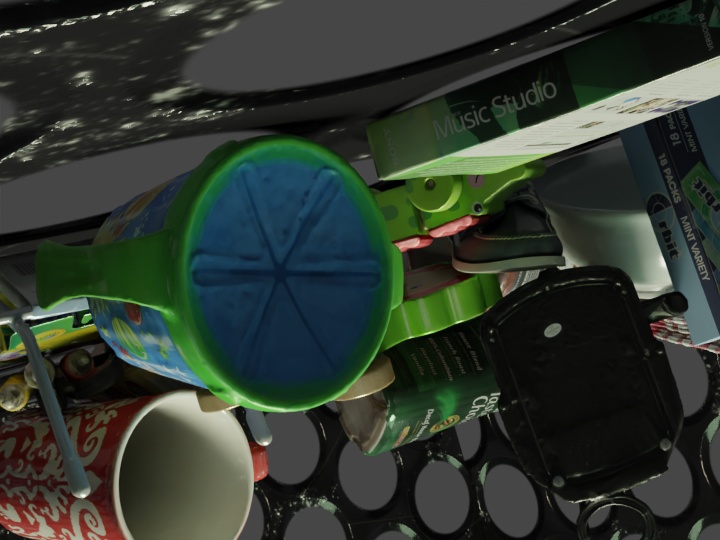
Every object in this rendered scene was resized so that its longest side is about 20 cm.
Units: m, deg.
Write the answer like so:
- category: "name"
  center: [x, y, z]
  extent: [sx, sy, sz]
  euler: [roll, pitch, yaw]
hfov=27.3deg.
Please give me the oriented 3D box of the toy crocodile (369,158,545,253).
- category: "toy crocodile"
  center: [0.033, -0.038, 1.016]
  extent: [0.199, 0.062, 0.067]
  euler: [-18, 176, 24]

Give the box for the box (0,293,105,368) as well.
- category: "box"
  center: [-0.232, 0.037, 1.127]
  extent: [0.117, 0.049, 0.200]
  euler: [-14, 178, -25]

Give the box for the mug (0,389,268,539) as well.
- category: "mug"
  center: [-0.184, 0.171, 1.174]
  extent: [0.199, 0.134, 0.177]
  euler: [-5, 151, 44]

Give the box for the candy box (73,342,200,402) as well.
- category: "candy box"
  center: [-0.154, 0.055, 1.210]
  extent: [0.200, 0.055, 0.116]
  euler: [-20, -144, 54]

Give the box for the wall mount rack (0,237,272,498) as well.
- category: "wall mount rack"
  center: [-0.144, 0.041, 0.844]
  extent: [0.199, 0.075, 0.174]
  euler: [-13, -147, -35]

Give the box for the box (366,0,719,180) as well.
- category: "box"
  center: [0.121, -0.094, 0.785]
  extent: [0.199, 0.037, 0.144]
  euler: [-20, 175, 30]

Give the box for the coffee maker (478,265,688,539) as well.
- category: "coffee maker"
  center: [0.156, 0.093, 1.045]
  extent: [0.134, 0.193, 0.200]
  euler: [3, 180, 10]

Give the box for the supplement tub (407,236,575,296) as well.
- category: "supplement tub"
  center: [0.133, -0.024, 1.315]
  extent: [0.107, 0.107, 0.200]
  euler: [-18, 176, 34]

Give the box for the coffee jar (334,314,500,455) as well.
- category: "coffee jar"
  center: [0.082, 0.093, 1.327]
  extent: [0.199, 0.086, 0.104]
  euler: [-16, 152, -27]

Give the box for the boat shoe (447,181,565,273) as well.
- category: "boat shoe"
  center: [0.097, -0.036, 1.053]
  extent: [0.072, 0.062, 0.200]
  euler: [-3, -172, -6]

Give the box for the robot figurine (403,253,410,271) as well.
- category: "robot figurine"
  center: [0.000, 0.023, 1.379]
  extent: [0.199, 0.113, 0.170]
  euler: [-17, -151, 26]

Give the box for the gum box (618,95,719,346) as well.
- category: "gum box"
  center: [0.291, -0.052, 1.057]
  extent: [0.199, 0.171, 0.045]
  euler: [-14, 172, -34]

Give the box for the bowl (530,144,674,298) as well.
- category: "bowl"
  center: [0.237, -0.036, 1.177]
  extent: [0.200, 0.091, 0.201]
  euler: [-7, -162, 2]

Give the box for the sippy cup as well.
- category: "sippy cup"
  center: [-0.074, 0.004, 0.768]
  extent: [0.130, 0.178, 0.140]
  euler: [-4, -130, 50]

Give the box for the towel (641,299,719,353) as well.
- category: "towel"
  center: [0.292, 0.017, 1.174]
  extent: [0.146, 0.030, 0.200]
  euler: [-24, -158, -32]

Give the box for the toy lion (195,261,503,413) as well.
- category: "toy lion"
  center: [-0.003, 0.036, 1.082]
  extent: [0.199, 0.069, 0.191]
  euler: [-10, -169, 38]

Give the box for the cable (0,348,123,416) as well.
- category: "cable"
  center: [-0.252, 0.080, 1.198]
  extent: [0.097, 0.051, 0.200]
  euler: [-26, -168, -16]
